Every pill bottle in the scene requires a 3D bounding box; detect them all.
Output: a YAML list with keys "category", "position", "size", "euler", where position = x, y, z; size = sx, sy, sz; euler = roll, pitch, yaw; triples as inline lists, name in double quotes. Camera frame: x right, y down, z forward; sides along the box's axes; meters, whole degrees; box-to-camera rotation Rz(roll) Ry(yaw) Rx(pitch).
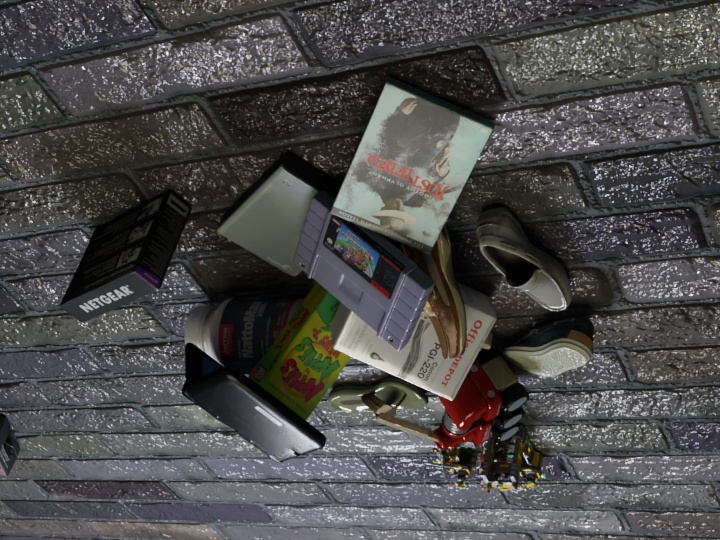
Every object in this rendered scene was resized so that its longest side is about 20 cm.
- category: "pill bottle"
  position: [-0.169, 0.103, 1.767]
  size: [0.196, 0.121, 0.120]
  euler: [0, 142, 22]

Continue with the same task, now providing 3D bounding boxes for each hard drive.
- category: "hard drive"
  position: [-0.097, -0.073, 1.573]
  size: [0.138, 0.033, 0.199]
  euler: [30, 143, -19]

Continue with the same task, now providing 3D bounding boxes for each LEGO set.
- category: "LEGO set"
  position: [0.216, 0.345, 1.939]
  size: [0.196, 0.117, 0.155]
  euler: [4, 143, 18]

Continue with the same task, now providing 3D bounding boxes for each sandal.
- category: "sandal"
  position: [0.030, 0.229, 1.911]
  size: [0.198, 0.058, 0.080]
  euler: [-12, 136, 35]

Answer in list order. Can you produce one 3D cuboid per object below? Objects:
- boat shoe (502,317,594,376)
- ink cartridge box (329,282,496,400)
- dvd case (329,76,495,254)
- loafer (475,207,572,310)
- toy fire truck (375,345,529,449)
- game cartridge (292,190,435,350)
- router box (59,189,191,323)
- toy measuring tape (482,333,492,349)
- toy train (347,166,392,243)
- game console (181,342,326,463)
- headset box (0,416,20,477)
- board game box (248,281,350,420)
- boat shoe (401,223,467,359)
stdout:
- category: "boat shoe"
  position: [0.277, 0.110, 1.646]
  size: [0.074, 0.063, 0.200]
  euler: [31, 158, -14]
- category: "ink cartridge box"
  position: [0.074, 0.074, 1.605]
  size: [0.197, 0.085, 0.147]
  euler: [23, 107, -13]
- category: "dvd case"
  position: [0.061, -0.125, 1.393]
  size: [0.144, 0.022, 0.202]
  euler: [22, 127, -6]
- category: "loafer"
  position: [0.217, -0.001, 1.509]
  size: [0.069, 0.071, 0.200]
  euler: [-19, 132, 40]
- category: "toy fire truck"
  position: [0.137, 0.213, 1.729]
  size: [0.198, 0.130, 0.177]
  euler: [-27, 154, -14]
- category: "game cartridge"
  position: [0.000, 0.000, 1.485]
  size: [0.199, 0.038, 0.131]
  euler: [39, 141, 18]
- category: "router box"
  position: [-0.344, -0.018, 1.648]
  size: [0.198, 0.151, 0.051]
  euler: [-20, 131, 41]
- category: "toy measuring tape"
  position: [0.114, 0.122, 1.723]
  size: [0.197, 0.074, 0.074]
  euler: [-2, 141, 26]
- category: "toy train"
  position: [0.017, -0.055, 1.489]
  size: [0.046, 0.034, 0.203]
  euler: [25, 133, 55]
- category: "game console"
  position: [-0.156, 0.180, 1.659]
  size: [0.199, 0.118, 0.175]
  euler: [39, 139, -25]
- category: "headset box"
  position: [-0.834, 0.364, 2.435]
  size: [0.196, 0.076, 0.150]
  euler: [13, 144, 6]
- category: "board game box"
  position: [-0.065, 0.109, 1.669]
  size: [0.101, 0.201, 0.047]
  euler: [40, 172, -32]
- category: "boat shoe"
  position: [0.091, 0.019, 1.507]
  size: [0.073, 0.204, 0.076]
  euler: [-14, -174, -8]
